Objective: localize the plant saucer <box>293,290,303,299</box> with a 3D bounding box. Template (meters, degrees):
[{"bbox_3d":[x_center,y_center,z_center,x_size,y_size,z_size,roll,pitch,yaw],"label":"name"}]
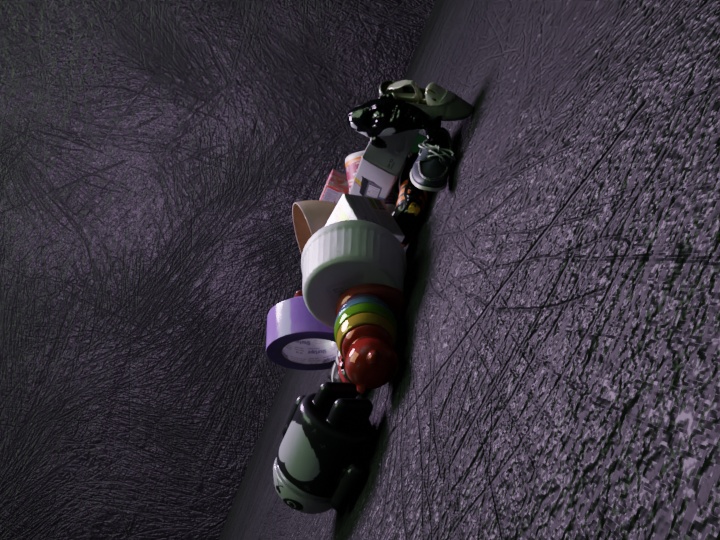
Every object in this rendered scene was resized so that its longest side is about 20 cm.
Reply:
[{"bbox_3d":[-0.092,0.137,1.429,0.201,0.198,0.037,-64,38,31],"label":"plant saucer"}]

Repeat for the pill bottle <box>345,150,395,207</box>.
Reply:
[{"bbox_3d":[0.027,-0.182,1.441,0.110,0.108,0.202,152,111,-79],"label":"pill bottle"}]

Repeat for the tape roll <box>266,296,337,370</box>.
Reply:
[{"bbox_3d":[-0.104,0.140,1.288,0.200,0.198,0.086,122,152,-53],"label":"tape roll"}]

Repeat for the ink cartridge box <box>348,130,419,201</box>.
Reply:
[{"bbox_3d":[0.045,-0.224,1.275,0.200,0.085,0.149,115,180,-65],"label":"ink cartridge box"}]

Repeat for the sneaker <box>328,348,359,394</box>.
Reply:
[{"bbox_3d":[-0.018,0.171,1.122,0.201,0.070,0.098,-82,19,-60],"label":"sneaker"}]

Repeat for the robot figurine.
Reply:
[{"bbox_3d":[-0.058,0.268,0.900,0.150,0.124,0.201,-83,17,-75],"label":"robot figurine"}]

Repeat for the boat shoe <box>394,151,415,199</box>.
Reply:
[{"bbox_3d":[0.107,-0.195,1.368,0.069,0.056,0.201,123,168,-54],"label":"boat shoe"}]

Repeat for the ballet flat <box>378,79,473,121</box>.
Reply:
[{"bbox_3d":[0.120,-0.334,1.149,0.068,0.198,0.064,-54,-35,-31],"label":"ballet flat"}]

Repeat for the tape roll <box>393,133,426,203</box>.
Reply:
[{"bbox_3d":[0.116,-0.257,1.535,0.200,0.048,0.202,-157,90,-83],"label":"tape roll"}]

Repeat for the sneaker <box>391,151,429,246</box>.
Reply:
[{"bbox_3d":[0.106,-0.138,1.183,0.090,0.069,0.202,-146,74,-77],"label":"sneaker"}]

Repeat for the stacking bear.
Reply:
[{"bbox_3d":[0.014,0.112,0.945,0.200,0.113,0.122,-95,28,-66],"label":"stacking bear"}]

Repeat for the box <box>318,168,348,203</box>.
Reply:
[{"bbox_3d":[-0.012,-0.185,1.655,0.095,0.198,0.103,-76,11,-52],"label":"box"}]

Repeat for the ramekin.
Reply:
[{"bbox_3d":[-0.013,0.018,1.075,0.098,0.199,0.201,-88,20,-51],"label":"ramekin"}]

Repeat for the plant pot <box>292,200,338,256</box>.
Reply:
[{"bbox_3d":[-0.066,-0.077,1.396,0.200,0.133,0.202,164,90,-75],"label":"plant pot"}]

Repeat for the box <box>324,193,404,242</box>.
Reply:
[{"bbox_3d":[-0.018,-0.037,1.184,0.201,0.101,0.113,-56,47,35],"label":"box"}]

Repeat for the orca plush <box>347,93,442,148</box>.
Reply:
[{"bbox_3d":[0.049,-0.285,1.121,0.071,0.199,0.106,11,-74,-58],"label":"orca plush"}]

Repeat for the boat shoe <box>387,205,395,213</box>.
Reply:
[{"bbox_3d":[0.042,-0.053,1.364,0.062,0.074,0.202,158,129,-72],"label":"boat shoe"}]

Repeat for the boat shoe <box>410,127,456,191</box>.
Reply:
[{"bbox_3d":[0.141,-0.209,1.108,0.200,0.074,0.062,-62,-11,-54],"label":"boat shoe"}]
